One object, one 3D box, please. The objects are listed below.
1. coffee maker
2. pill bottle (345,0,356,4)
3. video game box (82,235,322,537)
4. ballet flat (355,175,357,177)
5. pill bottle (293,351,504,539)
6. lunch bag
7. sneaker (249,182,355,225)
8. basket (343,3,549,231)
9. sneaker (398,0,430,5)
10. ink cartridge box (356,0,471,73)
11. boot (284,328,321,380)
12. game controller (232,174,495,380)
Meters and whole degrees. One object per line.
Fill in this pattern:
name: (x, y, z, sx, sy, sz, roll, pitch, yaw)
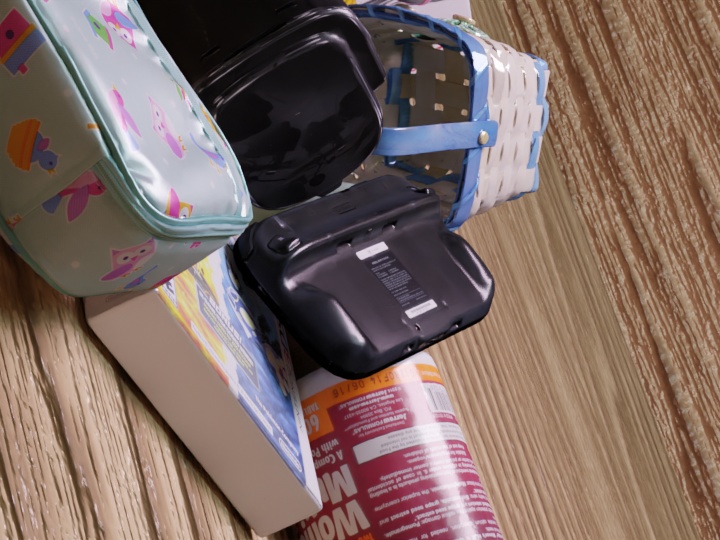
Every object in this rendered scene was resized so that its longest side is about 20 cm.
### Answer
coffee maker: (-0.090, -0.154, 1.505, 0.192, 0.135, 0.200, 27, 22, -47)
pill bottle: (-0.056, -0.163, 1.795, 0.201, 0.110, 0.111, 62, 11, -18)
video game box: (-0.091, 0.014, 1.405, 0.200, 0.047, 0.183, 56, 12, -45)
ballet flat: (-0.058, -0.145, 1.893, 0.070, 0.069, 0.201, -77, 147, -74)
pill bottle: (0.024, 0.154, 1.488, 0.201, 0.109, 0.110, 69, 11, 17)
lunch bag: (-0.135, -0.088, 1.231, 0.201, 0.077, 0.160, 60, 18, 9)
sneaker: (0.000, 0.000, 1.658, 0.200, 0.118, 0.074, 39, 67, -56)
basket: (0.010, -0.097, 1.682, 0.199, 0.176, 0.140, -14, 111, -48)
sneaker: (0.028, -0.273, 1.683, 0.079, 0.095, 0.201, 20, -43, 46)
ink cartridge box: (0.015, -0.195, 1.905, 0.068, 0.115, 0.201, -127, -161, -49)
boot: (-0.019, 0.051, 1.603, 0.074, 0.075, 0.200, 65, 9, 8)
game controller: (0.006, 0.002, 1.497, 0.105, 0.042, 0.200, 57, 31, 6)
